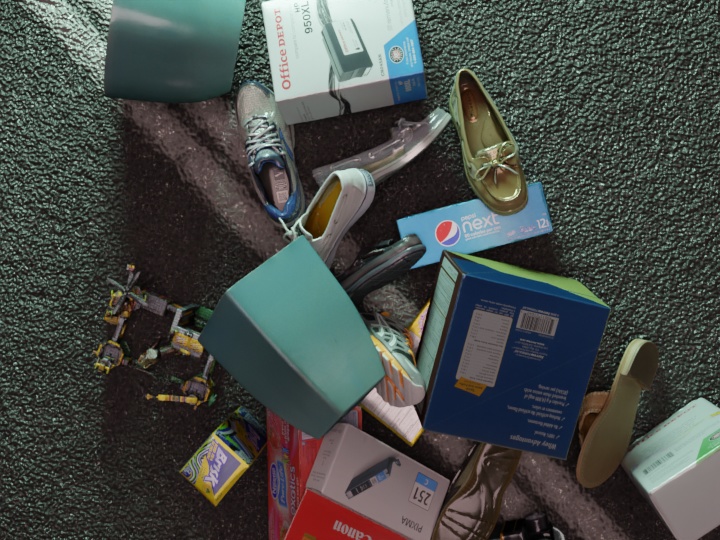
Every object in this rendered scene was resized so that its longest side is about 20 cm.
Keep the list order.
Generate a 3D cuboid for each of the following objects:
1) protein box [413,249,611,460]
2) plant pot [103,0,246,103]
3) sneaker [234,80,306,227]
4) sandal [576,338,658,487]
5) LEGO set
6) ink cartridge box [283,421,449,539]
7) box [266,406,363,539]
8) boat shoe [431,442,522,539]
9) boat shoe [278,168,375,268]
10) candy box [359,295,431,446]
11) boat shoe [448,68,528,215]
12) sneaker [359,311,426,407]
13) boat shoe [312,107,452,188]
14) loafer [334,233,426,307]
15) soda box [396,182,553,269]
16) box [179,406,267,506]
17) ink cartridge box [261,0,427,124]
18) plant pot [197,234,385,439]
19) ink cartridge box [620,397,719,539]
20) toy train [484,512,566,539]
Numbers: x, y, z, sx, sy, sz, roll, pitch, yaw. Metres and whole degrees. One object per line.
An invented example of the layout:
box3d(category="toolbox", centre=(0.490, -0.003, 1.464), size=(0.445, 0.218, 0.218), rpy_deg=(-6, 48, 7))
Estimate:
box3d(category="protein box", centre=(0.183, 0.105, 1.393), size=(0.195, 0.135, 0.204), rpy_deg=(12, 102, -9))
box3d(category="plant pot", centre=(-0.233, -0.308, 1.409), size=(0.158, 0.201, 0.205), rpy_deg=(10, 93, -10))
box3d(category="sneaker", centre=(-0.119, -0.158, 1.456), size=(0.076, 0.085, 0.203), rpy_deg=(-19, 91, 4))
box3d(category="sandal", centre=(0.324, 0.186, 1.461), size=(0.077, 0.069, 0.214), rpy_deg=(37, 75, -33))
box3d(category="LEGO set", centre=(-0.268, 0.098, 1.460), size=(0.198, 0.116, 0.155), rpy_deg=(29, 94, 2))
box3d(category="ink cartridge box", centre=(0.010, 0.316, 1.416), size=(0.199, 0.044, 0.179), rpy_deg=(32, 72, -32))
box3d(category="box", centre=(-0.060, 0.279, 1.450), size=(0.101, 0.094, 0.204), rpy_deg=(-3, 93, -32))
box3d(category="boat shoe", centre=(0.155, 0.299, 1.469), size=(0.071, 0.066, 0.203), rpy_deg=(26, 90, -2))
box3d(category="boat shoe", centre=(-0.064, -0.050, 1.417), size=(0.203, 0.085, 0.075), rpy_deg=(-50, 58, 31))
box3d(category="candy box", centre=(0.090, 0.128, 1.485), size=(0.102, 0.026, 0.201), rpy_deg=(37, 94, 4))
box3d(category="boat shoe", centre=(0.160, -0.165, 1.416), size=(0.072, 0.063, 0.203), rpy_deg=(-22, 67, -1))
box3d(category="sneaker", centre=(0.038, 0.104, 1.414), size=(0.076, 0.200, 0.079), rpy_deg=(-16, 122, -20))
box3d(category="boat shoe", centre=(0.030, -0.159, 1.454), size=(0.200, 0.074, 0.065), rpy_deg=(-33, 95, 11))
box3d(category="loafer", centre=(0.000, 0.000, 1.436), size=(0.199, 0.071, 0.064), rpy_deg=(-37, 70, 34))
box3d(category="soda box", centre=(0.151, -0.059, 1.454), size=(0.196, 0.064, 0.069), rpy_deg=(-15, 91, 4))
box3d(category="box", centre=(-0.171, 0.237, 1.419), size=(0.064, 0.200, 0.070), rpy_deg=(41, 94, 2))
box3d(category="ink cartridge box", centre=(-0.021, -0.288, 1.429), size=(0.196, 0.084, 0.147), rpy_deg=(-11, 75, 4))
box3d(category="plant pot", centre=(-0.075, 0.097, 1.364), size=(0.141, 0.142, 0.201), rpy_deg=(-37, 82, -35))
box3d(category="ink cartridge box", centre=(0.421, 0.249, 1.385), size=(0.144, 0.200, 0.088), rpy_deg=(-35, 94, 4))
box3d(category="toy train", centre=(0.229, 0.427, 1.468), size=(0.112, 0.085, 0.204), rpy_deg=(-11, 94, 16))
